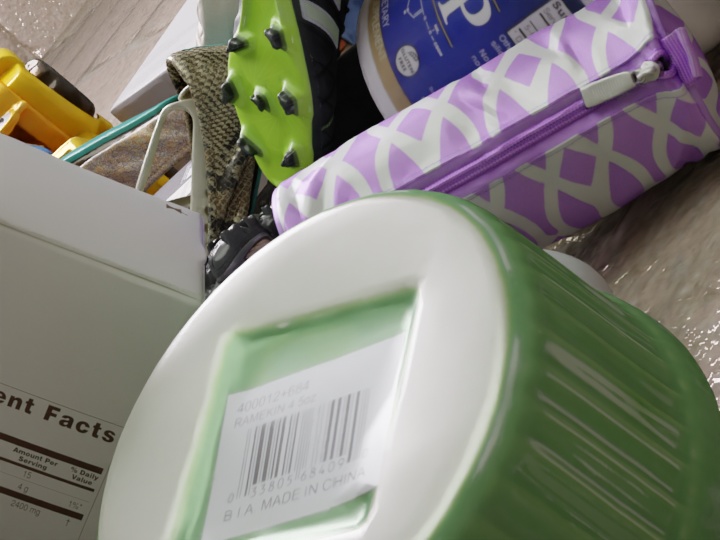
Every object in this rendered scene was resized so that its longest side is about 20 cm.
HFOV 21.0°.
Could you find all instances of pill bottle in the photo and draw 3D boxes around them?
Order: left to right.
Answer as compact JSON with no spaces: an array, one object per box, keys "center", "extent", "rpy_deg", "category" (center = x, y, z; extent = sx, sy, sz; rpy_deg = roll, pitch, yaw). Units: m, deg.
[{"center":[0.102,-0.133,0.887],"extent":[0.200,0.120,0.120],"rpy_deg":[-34,23,41],"category":"pill bottle"}]

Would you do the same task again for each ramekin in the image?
[{"center":[0.008,0.071,0.626],"extent":[0.200,0.098,0.200],"rpy_deg":[-28,41,28],"category":"ramekin"}]

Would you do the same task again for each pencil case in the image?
[{"center":[0.058,-0.044,0.806],"extent":[0.200,0.084,0.086],"rpy_deg":[-31,6,15],"category":"pencil case"}]

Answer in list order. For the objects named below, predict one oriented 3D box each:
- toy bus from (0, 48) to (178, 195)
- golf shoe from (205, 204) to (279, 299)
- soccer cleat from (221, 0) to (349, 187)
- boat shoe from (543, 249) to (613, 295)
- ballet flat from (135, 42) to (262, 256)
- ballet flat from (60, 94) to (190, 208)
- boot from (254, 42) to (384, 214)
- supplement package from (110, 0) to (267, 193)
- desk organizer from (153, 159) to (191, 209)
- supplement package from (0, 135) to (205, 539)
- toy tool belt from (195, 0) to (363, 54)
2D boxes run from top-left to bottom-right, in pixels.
[{"center":[-0.194,-0.039,1.315],"extent":[0.136,0.200,0.192],"rpy_deg":[-50,25,0],"category":"toy bus"},{"center":[0.000,0.000,0.954],"extent":[0.200,0.095,0.078],"rpy_deg":[-31,-8,-41],"category":"golf shoe"},{"center":[-0.026,-0.135,0.926],"extent":[0.081,0.201,0.067],"rpy_deg":[-24,31,-37],"category":"soccer cleat"},{"center":[0.008,0.052,0.771],"extent":[0.199,0.072,0.071],"rpy_deg":[-20,35,28],"category":"boat shoe"},{"center":[-0.082,-0.018,1.010],"extent":[0.068,0.075,0.201],"rpy_deg":[175,94,-75],"category":"ballet flat"},{"center":[-0.082,-0.081,1.106],"extent":[0.200,0.067,0.068],"rpy_deg":[-30,8,23],"category":"ballet flat"},{"center":[0.023,-0.091,1.071],"extent":[0.200,0.069,0.174],"rpy_deg":[-29,-7,-17],"category":"boot"},{"center":[-0.055,-0.159,1.334],"extent":[0.120,0.121,0.200],"rpy_deg":[-26,29,53],"category":"supplement package"},{"center":[-0.096,0.011,1.148],"extent":[0.072,0.077,0.200],"rpy_deg":[-40,19,25],"category":"desk organizer"},{"center":[-0.155,0.060,0.807],"extent":[0.121,0.119,0.201],"rpy_deg":[-105,38,-73],"category":"supplement package"},{"center":[-0.025,-0.172,1.199],"extent":[0.125,0.122,0.200],"rpy_deg":[91,-172,-49],"category":"toy tool belt"}]
